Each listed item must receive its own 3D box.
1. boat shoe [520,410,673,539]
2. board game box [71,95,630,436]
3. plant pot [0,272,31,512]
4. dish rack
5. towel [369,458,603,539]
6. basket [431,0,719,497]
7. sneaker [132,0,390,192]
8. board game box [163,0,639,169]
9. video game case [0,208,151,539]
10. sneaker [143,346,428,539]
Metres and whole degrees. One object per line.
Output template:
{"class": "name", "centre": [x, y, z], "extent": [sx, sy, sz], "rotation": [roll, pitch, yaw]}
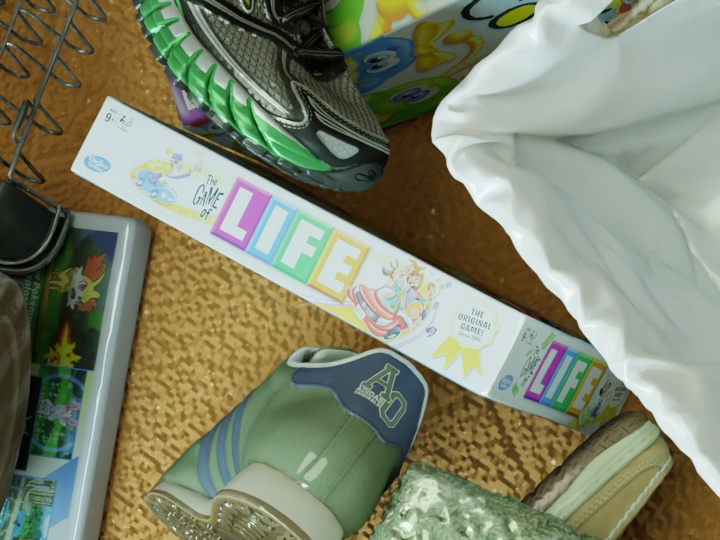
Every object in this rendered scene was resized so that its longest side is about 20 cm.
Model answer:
{"class": "boat shoe", "centre": [0.062, 0.146, 1.123], "extent": [0.076, 0.072, 0.200], "rotation": [43, 104, 9]}
{"class": "board game box", "centre": [0.000, 0.000, 1.134], "extent": [0.200, 0.134, 0.034], "rotation": [28, 93, 25]}
{"class": "plant pot", "centre": [-0.235, 0.048, 1.190], "extent": [0.173, 0.200, 0.200], "rotation": [8, 84, 10]}
{"class": "dish rack", "centre": [-0.178, -0.108, 1.273], "extent": [0.153, 0.055, 0.200], "rotation": [12, 73, 25]}
{"class": "towel", "centre": [0.072, 0.171, 1.073], "extent": [0.200, 0.036, 0.149], "rotation": [30, 91, -11]}
{"class": "basket", "centre": [0.172, -0.036, 1.048], "extent": [0.198, 0.161, 0.200], "rotation": [-43, 67, 12]}
{"class": "sneaker", "centre": [-0.043, -0.115, 1.090], "extent": [0.085, 0.078, 0.200], "rotation": [-36, 69, 14]}
{"class": "board game box", "centre": [0.022, -0.131, 1.164], "extent": [0.200, 0.105, 0.103], "rotation": [-24, 72, 19]}
{"class": "video game case", "centre": [-0.190, 0.067, 1.269], "extent": [0.182, 0.022, 0.200], "rotation": [6, 82, 25]}
{"class": "sneaker", "centre": [-0.023, 0.073, 1.124], "extent": [0.067, 0.200, 0.090], "rotation": [40, 76, -6]}
